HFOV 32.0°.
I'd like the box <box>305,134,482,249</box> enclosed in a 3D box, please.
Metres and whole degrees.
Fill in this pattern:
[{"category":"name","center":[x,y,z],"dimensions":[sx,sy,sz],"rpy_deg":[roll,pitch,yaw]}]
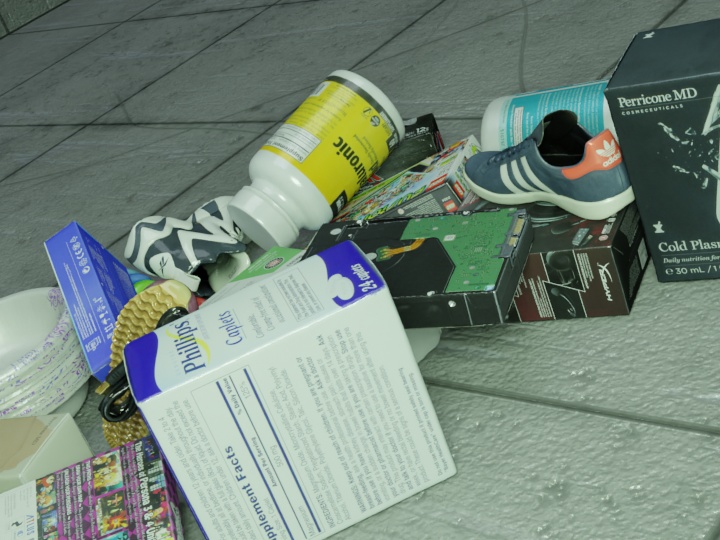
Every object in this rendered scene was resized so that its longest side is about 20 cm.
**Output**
[{"category":"box","center":[0.037,-0.066,1.339],"dimensions":[0.200,0.035,0.110],"rpy_deg":[-26,20,32]}]

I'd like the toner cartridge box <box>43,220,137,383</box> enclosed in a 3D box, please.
[{"category":"toner cartridge box","center":[-0.251,0.046,1.256],"dimensions":[0.043,0.095,0.200],"rpy_deg":[-35,47,3]}]

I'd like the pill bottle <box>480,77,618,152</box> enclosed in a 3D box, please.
[{"category":"pill bottle","center":[0.234,-0.139,1.302],"dimensions":[0.200,0.111,0.111],"rpy_deg":[-6,30,30]}]

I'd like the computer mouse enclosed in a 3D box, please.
[{"category":"computer mouse","center":[-0.132,0.106,1.053],"dimensions":[0.110,0.200,0.044],"rpy_deg":[-47,56,1]}]

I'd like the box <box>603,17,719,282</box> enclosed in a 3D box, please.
[{"category":"box","center":[0.337,-0.107,1.061],"dimensions":[0.200,0.197,0.124],"rpy_deg":[-5,30,32]}]

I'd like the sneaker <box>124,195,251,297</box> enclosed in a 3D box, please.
[{"category":"sneaker","center":[-0.153,-0.018,1.419],"dimensions":[0.130,0.080,0.199],"rpy_deg":[35,25,27]}]

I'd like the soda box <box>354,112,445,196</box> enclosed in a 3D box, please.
[{"category":"soda box","center":[0.001,-0.119,1.488],"dimensions":[0.200,0.071,0.063],"rpy_deg":[-15,26,13]}]

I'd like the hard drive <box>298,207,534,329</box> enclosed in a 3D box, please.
[{"category":"hard drive","center":[0.040,0.000,1.083],"dimensions":[0.200,0.038,0.140],"rpy_deg":[-5,31,22]}]

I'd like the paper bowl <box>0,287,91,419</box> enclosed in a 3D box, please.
[{"category":"paper bowl","center":[-0.361,0.112,1.283],"dimensions":[0.200,0.104,0.201],"rpy_deg":[-17,27,9]}]

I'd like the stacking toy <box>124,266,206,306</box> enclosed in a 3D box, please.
[{"category":"stacking toy","center":[-0.227,0.042,1.358],"dimensions":[0.200,0.085,0.085],"rpy_deg":[12,41,39]}]

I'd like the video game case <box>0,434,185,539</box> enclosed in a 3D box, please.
[{"category":"video game case","center":[-0.225,0.234,0.980],"dimensions":[0.181,0.036,0.200],"rpy_deg":[-23,38,-1]}]

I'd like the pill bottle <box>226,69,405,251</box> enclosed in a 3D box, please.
[{"category":"pill bottle","center":[-0.052,-0.115,1.378],"dimensions":[0.200,0.111,0.111],"rpy_deg":[-49,33,-15]}]

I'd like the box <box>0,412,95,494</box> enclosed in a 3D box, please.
[{"category":"box","center":[-0.347,0.193,1.145],"dimensions":[0.200,0.078,0.095],"rpy_deg":[-9,29,25]}]

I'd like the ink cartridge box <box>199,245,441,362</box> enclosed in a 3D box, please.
[{"category":"ink cartridge box","center":[-0.048,0.055,1.172],"dimensions":[0.200,0.088,0.145],"rpy_deg":[11,40,44]}]

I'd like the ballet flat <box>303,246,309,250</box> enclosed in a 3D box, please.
[{"category":"ballet flat","center":[0.000,0.000,1.258],"dimensions":[0.200,0.068,0.067],"rpy_deg":[7,47,44]}]

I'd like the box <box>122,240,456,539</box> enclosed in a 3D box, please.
[{"category":"box","center":[-0.054,0.107,0.965],"dimensions":[0.200,0.184,0.105],"rpy_deg":[-25,28,-7]}]

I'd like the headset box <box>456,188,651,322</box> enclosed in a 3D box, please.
[{"category":"headset box","center":[0.163,-0.022,1.171],"dimensions":[0.200,0.077,0.149],"rpy_deg":[-4,31,30]}]

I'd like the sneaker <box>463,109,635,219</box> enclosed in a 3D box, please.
[{"category":"sneaker","center":[0.165,-0.107,1.148],"dimensions":[0.075,0.085,0.200],"rpy_deg":[-36,30,-29]}]

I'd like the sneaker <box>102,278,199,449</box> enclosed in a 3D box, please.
[{"category":"sneaker","center":[-0.168,0.080,1.107],"dimensions":[0.075,0.200,0.090],"rpy_deg":[38,37,21]}]
